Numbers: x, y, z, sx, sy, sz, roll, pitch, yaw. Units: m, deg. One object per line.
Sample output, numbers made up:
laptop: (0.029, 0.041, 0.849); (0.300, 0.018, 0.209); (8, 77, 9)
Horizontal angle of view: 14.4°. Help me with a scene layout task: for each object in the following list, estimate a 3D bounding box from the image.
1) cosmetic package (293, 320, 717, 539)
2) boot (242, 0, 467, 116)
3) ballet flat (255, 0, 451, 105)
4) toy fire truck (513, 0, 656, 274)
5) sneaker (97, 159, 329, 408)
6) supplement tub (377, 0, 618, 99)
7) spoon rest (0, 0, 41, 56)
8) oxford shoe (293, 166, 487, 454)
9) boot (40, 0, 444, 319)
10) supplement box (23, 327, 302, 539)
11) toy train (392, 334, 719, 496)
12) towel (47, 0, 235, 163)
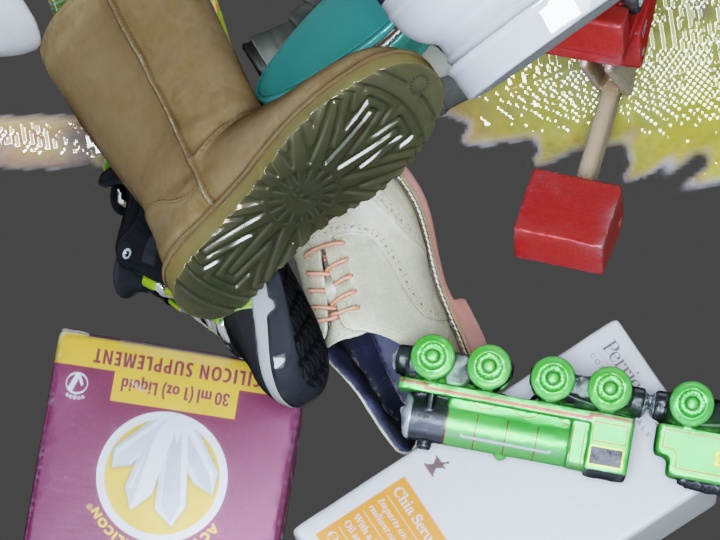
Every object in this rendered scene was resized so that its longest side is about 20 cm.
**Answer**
cosmetic package: (0.076, 0.126, 1.458); (0.199, 0.071, 0.102); (-33, 75, -7)
boot: (-0.012, -0.148, 1.469); (0.130, 0.068, 0.200); (-38, 97, 2)
ballet flat: (0.036, -0.135, 1.418); (0.200, 0.067, 0.070); (-47, 124, 9)
toy fire truck: (0.126, -0.116, 1.455); (0.048, 0.141, 0.201); (12, 54, 15)
sneaker: (-0.079, 0.004, 1.426); (0.083, 0.200, 0.072); (-28, 138, 3)
supplement tub: (0.043, -0.195, 1.307); (0.140, 0.140, 0.200); (-34, 90, 1)
spoon rest: (-0.240, -0.178, 1.460); (0.200, 0.099, 0.061); (35, 75, 10)
oxford shoe: (0.000, 0.000, 1.455); (0.071, 0.074, 0.201); (-24, 103, 37)
boot: (-0.065, -0.098, 1.387); (0.175, 0.200, 0.066); (-40, 137, 12)
supplement box: (-0.105, 0.143, 1.442); (0.130, 0.103, 0.201); (8, 77, 0)
toy train: (0.111, 0.074, 1.415); (0.199, 0.042, 0.057); (10, 85, 5)
towel: (-0.105, -0.099, 1.496); (0.086, 0.018, 0.201); (-19, 93, 1)
